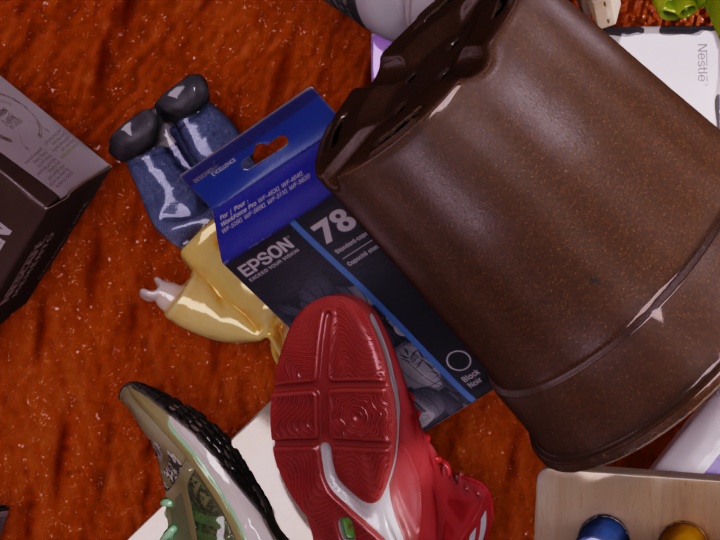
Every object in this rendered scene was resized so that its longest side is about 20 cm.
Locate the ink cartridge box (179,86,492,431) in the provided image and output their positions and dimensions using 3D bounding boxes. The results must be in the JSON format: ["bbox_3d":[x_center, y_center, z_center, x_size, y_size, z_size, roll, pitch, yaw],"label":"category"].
[{"bbox_3d":[0.000,0.000,1.568,0.099,0.039,0.200,-33,117,26],"label":"ink cartridge box"}]

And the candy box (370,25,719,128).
[{"bbox_3d":[0.107,-0.051,1.640,0.198,0.072,0.169,-1,88,6],"label":"candy box"}]

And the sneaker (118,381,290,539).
[{"bbox_3d":[-0.088,0.154,1.602,0.088,0.077,0.201,-34,81,4],"label":"sneaker"}]

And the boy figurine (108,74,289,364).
[{"bbox_3d":[-0.066,-0.008,1.661,0.124,0.064,0.201,-33,83,-4],"label":"boy figurine"}]

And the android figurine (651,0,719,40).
[{"bbox_3d":[0.233,-0.196,1.618,0.181,0.041,0.201,-16,64,-17],"label":"android figurine"}]

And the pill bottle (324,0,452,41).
[{"bbox_3d":[0.011,-0.196,1.600,0.200,0.114,0.114,36,92,31],"label":"pill bottle"}]

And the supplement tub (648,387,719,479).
[{"bbox_3d":[0.251,0.151,1.582,0.200,0.145,0.146,40,92,6],"label":"supplement tub"}]

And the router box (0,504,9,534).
[{"bbox_3d":[-0.305,0.210,1.681,0.148,0.051,0.201,17,90,8],"label":"router box"}]

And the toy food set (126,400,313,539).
[{"bbox_3d":[-0.053,0.177,1.662,0.200,0.060,0.144,-44,84,-6],"label":"toy food set"}]

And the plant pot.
[{"bbox_3d":[0.095,-0.036,1.475,0.198,0.200,0.200,42,92,-17],"label":"plant pot"}]

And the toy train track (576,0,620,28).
[{"bbox_3d":[0.116,-0.218,1.619,0.032,0.115,0.201,-19,54,1],"label":"toy train track"}]

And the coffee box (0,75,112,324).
[{"bbox_3d":[-0.258,-0.069,1.656,0.200,0.080,0.115,38,119,6],"label":"coffee box"}]

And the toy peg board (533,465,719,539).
[{"bbox_3d":[0.178,0.211,1.482,0.198,0.098,0.202,4,97,12],"label":"toy peg board"}]

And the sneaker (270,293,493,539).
[{"bbox_3d":[0.014,0.101,1.584,0.078,0.115,0.202,2,105,27],"label":"sneaker"}]
